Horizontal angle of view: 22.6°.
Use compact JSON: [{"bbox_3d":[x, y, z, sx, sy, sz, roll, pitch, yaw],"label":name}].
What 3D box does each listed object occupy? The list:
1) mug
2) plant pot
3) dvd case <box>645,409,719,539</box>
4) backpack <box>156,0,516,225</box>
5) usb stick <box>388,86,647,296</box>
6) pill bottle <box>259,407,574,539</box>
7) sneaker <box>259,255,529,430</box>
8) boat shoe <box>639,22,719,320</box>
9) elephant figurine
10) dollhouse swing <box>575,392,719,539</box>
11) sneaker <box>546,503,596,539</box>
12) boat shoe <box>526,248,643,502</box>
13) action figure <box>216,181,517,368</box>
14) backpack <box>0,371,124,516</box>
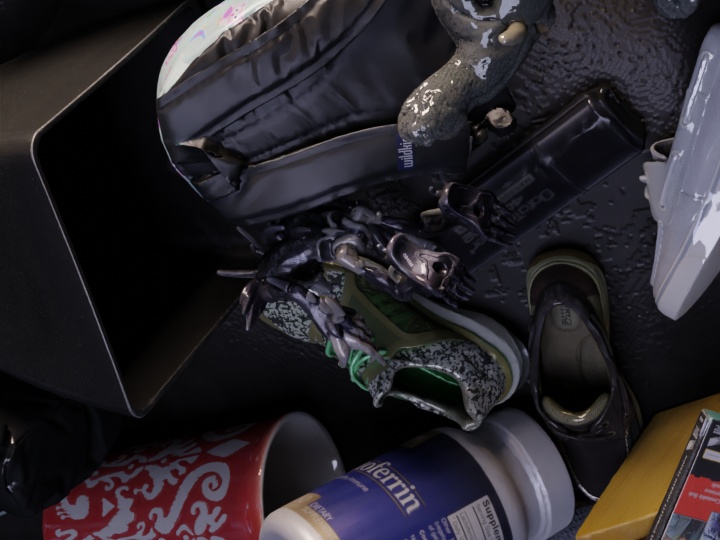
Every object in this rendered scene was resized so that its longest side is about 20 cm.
[{"bbox_3d":[-0.119,0.202,1.336,0.199,0.133,0.178,-9,103,26],"label":"mug"},{"bbox_3d":[-0.196,-0.045,1.178,0.177,0.200,0.200,2,123,30],"label":"plant pot"},{"bbox_3d":[0.246,0.198,1.158,0.146,0.022,0.201,16,103,-15],"label":"dvd case"},{"bbox_3d":[-0.026,-0.114,1.089,0.200,0.127,0.167,-29,104,5],"label":"backpack"},{"bbox_3d":[0.099,-0.048,1.169,0.055,0.033,0.200,40,125,-19],"label":"usb stick"},{"bbox_3d":[0.041,0.176,1.223,0.116,0.200,0.116,43,147,38],"label":"pill bottle"},{"bbox_3d":[0.013,0.052,1.224,0.199,0.089,0.077,19,124,10],"label":"sneaker"},{"bbox_3d":[0.209,-0.060,1.110,0.068,0.072,0.200,32,136,22],"label":"boat shoe"},{"bbox_3d":[0.093,-0.183,0.986,0.199,0.155,0.142,-16,141,-13],"label":"elephant figurine"},{"bbox_3d":[0.289,0.196,1.194,0.175,0.182,0.200,-9,121,45],"label":"dollhouse swing"},{"bbox_3d":[0.144,0.246,1.318,0.115,0.075,0.200,41,134,-20],"label":"sneaker"},{"bbox_3d":[0.146,0.084,1.219,0.073,0.065,0.201,-8,120,21],"label":"boat shoe"},{"bbox_3d":[0.000,0.000,1.131,0.200,0.119,0.102,-6,136,48],"label":"action figure"},{"bbox_3d":[-0.289,0.104,1.305,0.199,0.167,0.127,12,114,24],"label":"backpack"}]
